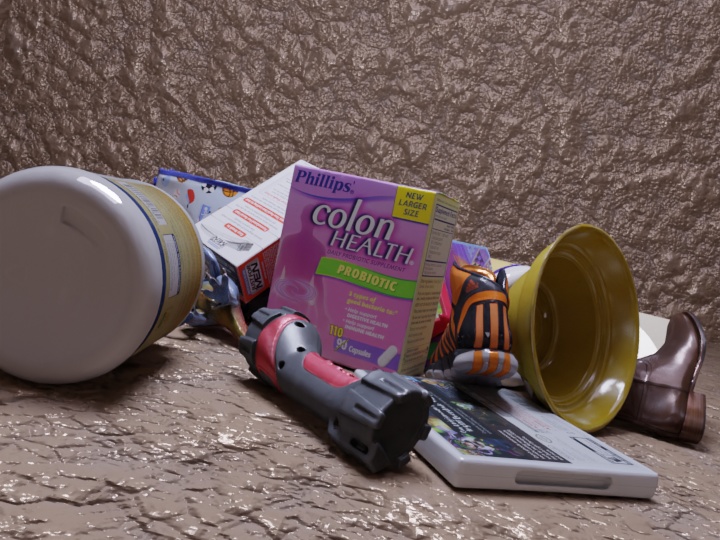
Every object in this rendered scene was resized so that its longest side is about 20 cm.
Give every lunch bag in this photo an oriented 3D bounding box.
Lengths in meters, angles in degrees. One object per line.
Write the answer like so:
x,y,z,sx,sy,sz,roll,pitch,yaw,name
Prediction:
-0.244,-0.060,1.014,0.196,0.174,0.124,12,1,7,lunch bag

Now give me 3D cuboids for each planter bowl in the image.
0.204,0.058,0.667,0.198,0.205,0.083,9,-9,-39,planter bowl

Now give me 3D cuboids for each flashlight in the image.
-0.024,0.080,0.494,0.067,0.069,0.198,3,8,-37,flashlight

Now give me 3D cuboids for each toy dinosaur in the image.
-0.179,0.044,0.735,0.200,0.105,0.182,47,-7,1,toy dinosaur

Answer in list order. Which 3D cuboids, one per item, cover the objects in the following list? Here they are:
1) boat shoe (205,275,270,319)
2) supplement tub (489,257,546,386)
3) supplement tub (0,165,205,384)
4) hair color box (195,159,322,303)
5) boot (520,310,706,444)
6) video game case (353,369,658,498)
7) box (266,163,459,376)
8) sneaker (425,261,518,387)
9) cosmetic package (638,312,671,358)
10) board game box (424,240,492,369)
-0.181,0.019,0.873,0.198,0.070,0.056,19,8,41,boat shoe
0.158,0.055,0.851,0.143,0.149,0.199,10,5,-24,supplement tub
-0.204,-0.002,0.510,0.141,0.148,0.200,12,4,-2,supplement tub
-0.110,-0.057,0.828,0.110,0.065,0.199,30,52,34,hair color box
0.292,0.098,0.754,0.196,0.065,0.188,12,43,14,boot
0.107,0.131,0.535,0.178,0.024,0.200,12,5,-22,video game case
0.000,0.000,0.728,0.173,0.204,0.096,15,4,24,box
0.114,0.056,0.650,0.076,0.115,0.200,6,-16,-6,sneaker
0.338,0.109,0.862,0.197,0.104,0.074,15,-36,31,cosmetic package
0.071,0.031,0.790,0.038,0.161,0.199,21,-2,-36,board game box
